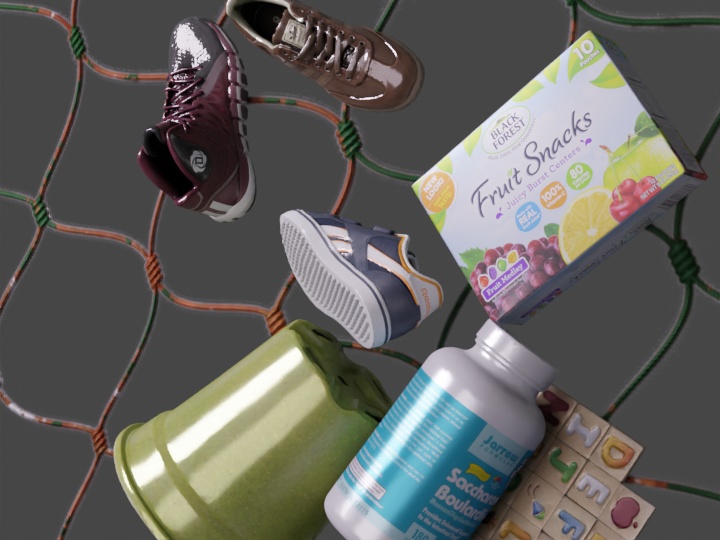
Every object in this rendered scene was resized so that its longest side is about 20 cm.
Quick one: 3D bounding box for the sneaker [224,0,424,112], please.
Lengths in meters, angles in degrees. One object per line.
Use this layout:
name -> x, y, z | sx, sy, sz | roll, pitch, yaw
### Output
sneaker -> -0.038, -0.192, 1.341 | 0.200, 0.075, 0.071 | 27, 103, 33

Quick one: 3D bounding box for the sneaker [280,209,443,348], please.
sneaker -> 0.000, 0.000, 1.311 | 0.200, 0.079, 0.079 | 45, 149, 51

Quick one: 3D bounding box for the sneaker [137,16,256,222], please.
sneaker -> -0.159, -0.145, 1.397 | 0.076, 0.115, 0.201 | -21, 76, 32

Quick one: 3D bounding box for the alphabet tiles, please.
alphabet tiles -> 0.129, 0.175, 1.222 | 0.200, 0.006, 0.167 | 34, 92, 32

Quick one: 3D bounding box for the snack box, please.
snack box -> 0.154, -0.070, 1.217 | 0.200, 0.053, 0.142 | -41, 65, 26

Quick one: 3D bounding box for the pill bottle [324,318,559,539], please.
pill bottle -> 0.069, 0.138, 1.198 | 0.111, 0.111, 0.200 | 38, 95, 30

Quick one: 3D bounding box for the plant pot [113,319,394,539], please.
plant pot -> -0.072, 0.149, 1.293 | 0.184, 0.200, 0.201 | -44, 65, 12

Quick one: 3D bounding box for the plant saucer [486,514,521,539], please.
plant saucer -> 0.080, 0.291, 1.262 | 0.200, 0.031, 0.201 | -3, 85, 35
